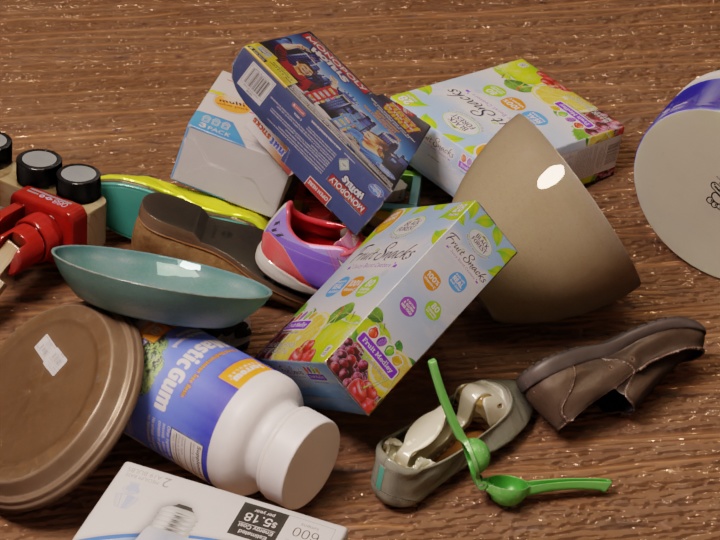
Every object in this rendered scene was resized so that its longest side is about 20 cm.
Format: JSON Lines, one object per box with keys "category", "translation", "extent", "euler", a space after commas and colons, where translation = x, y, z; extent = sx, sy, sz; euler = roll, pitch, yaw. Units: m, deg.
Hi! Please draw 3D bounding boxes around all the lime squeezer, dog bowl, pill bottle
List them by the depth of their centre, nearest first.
{"category": "lime squeezer", "translation": [0.118, 0.157, 1.488], "extent": [0.199, 0.071, 0.038], "euler": [35, 22, -15]}
{"category": "pill bottle", "translation": [-0.119, 0.124, 1.508], "extent": [0.199, 0.113, 0.112], "euler": [25, 44, 28]}
{"category": "dog bowl", "translation": [0.370, -0.091, 1.717], "extent": [0.199, 0.202, 0.079], "euler": [25, 46, 27]}

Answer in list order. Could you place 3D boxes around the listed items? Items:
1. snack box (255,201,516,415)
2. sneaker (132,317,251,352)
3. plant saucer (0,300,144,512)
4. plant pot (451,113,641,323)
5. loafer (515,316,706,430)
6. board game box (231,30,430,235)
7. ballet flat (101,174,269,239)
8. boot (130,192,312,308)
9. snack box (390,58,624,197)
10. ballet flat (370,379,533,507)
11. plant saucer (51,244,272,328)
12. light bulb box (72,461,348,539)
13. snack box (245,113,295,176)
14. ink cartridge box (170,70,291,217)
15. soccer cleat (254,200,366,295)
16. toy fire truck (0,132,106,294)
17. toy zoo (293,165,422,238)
{"category": "snack box", "translation": [0.019, 0.031, 1.546], "extent": [0.200, 0.068, 0.168], "euler": [-46, 16, -19]}
{"category": "sneaker", "translation": [-0.202, 0.055, 1.634], "extent": [0.198, 0.078, 0.085], "euler": [-1, 32, -20]}
{"category": "plant saucer", "translation": [-0.270, 0.109, 1.501], "extent": [0.198, 0.029, 0.202], "euler": [-22, 47, 26]}
{"category": "plant pot", "translation": [0.154, -0.029, 1.668], "extent": [0.134, 0.201, 0.201], "euler": [-35, 44, 1]}
{"category": "loafer", "translation": [0.235, 0.099, 1.598], "extent": [0.198, 0.073, 0.072], "euler": [-16, 76, -23]}
{"category": "board game box", "translation": [-0.018, -0.142, 1.720], "extent": [0.200, 0.062, 0.200], "euler": [45, 25, 9]}
{"category": "ballet flat", "translation": [-0.181, -0.057, 1.777], "extent": [0.198, 0.068, 0.067], "euler": [15, 28, 8]}
{"category": "boot", "translation": [-0.131, -0.003, 1.712], "extent": [0.198, 0.076, 0.074], "euler": [24, 30, -1]}
{"category": "snack box", "translation": [0.153, -0.144, 1.870], "extent": [0.199, 0.068, 0.168], "euler": [-21, 43, -34]}
{"category": "ballet flat", "translation": [0.087, 0.136, 1.537], "extent": [0.067, 0.064, 0.199], "euler": [31, 47, 32]}
{"category": "plant saucer", "translation": [-0.177, 0.017, 1.546], "extent": [0.197, 0.036, 0.200], "euler": [11, 6, -1]}
{"category": "light bulb box", "translation": [-0.133, 0.275, 1.309], "extent": [0.196, 0.126, 0.201], "euler": [13, 39, 15]}
{"category": "snack box", "translation": [-0.035, -0.135, 1.784], "extent": [0.072, 0.024, 0.199], "euler": [50, 27, 16]}
{"category": "ink cartridge box", "translation": [-0.114, -0.142, 1.825], "extent": [0.114, 0.068, 0.200], "euler": [21, 27, -2]}
{"category": "soccer cleat", "translation": [0.000, 0.000, 1.666], "extent": [0.198, 0.074, 0.068], "euler": [23, 36, -5]}
{"category": "toy fire truck", "translation": [-0.366, -0.027, 1.703], "extent": [0.174, 0.130, 0.200], "euler": [21, 32, 23]}
{"category": "toy zoo", "translation": [-0.005, -0.065, 1.819], "extent": [0.129, 0.021, 0.201], "euler": [5, 39, 5]}
